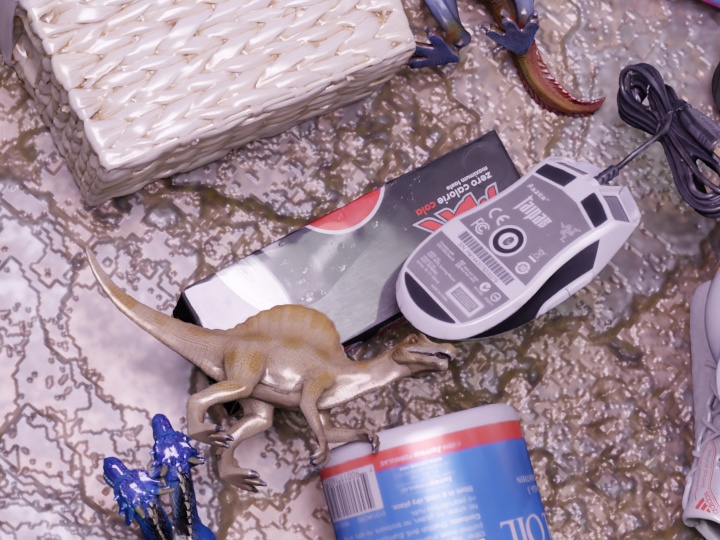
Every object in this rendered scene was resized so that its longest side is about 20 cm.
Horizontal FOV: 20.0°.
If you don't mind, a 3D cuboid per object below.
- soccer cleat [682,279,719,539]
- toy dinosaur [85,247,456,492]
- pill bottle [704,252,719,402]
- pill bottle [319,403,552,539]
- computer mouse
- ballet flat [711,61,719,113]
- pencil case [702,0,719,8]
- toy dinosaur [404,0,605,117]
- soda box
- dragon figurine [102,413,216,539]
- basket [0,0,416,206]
[{"bbox_3d":[0.211,0.104,1.135,0.085,0.069,0.200,-12,86,-28],"label":"soccer cleat"},{"bbox_3d":[-0.055,0.055,1.047,0.200,0.058,0.101,11,55,6],"label":"toy dinosaur"},{"bbox_3d":[0.240,0.009,1.061,0.113,0.113,0.200,35,33,-2],"label":"pill bottle"},{"bbox_3d":[0.054,0.179,1.071,0.112,0.112,0.200,-13,83,-13],"label":"pill bottle"},{"bbox_3d":[0.106,-0.024,1.084,0.200,0.044,0.110,-34,54,-10],"label":"computer mouse"},{"bbox_3d":[0.277,-0.050,1.178,0.068,0.068,0.200,-40,88,-19],"label":"ballet flat"},{"bbox_3d":[0.259,-0.170,1.194,0.200,0.088,0.089,24,76,-5],"label":"pencil case"},{"bbox_3d":[0.051,-0.200,1.182,0.105,0.200,0.182,-17,54,23],"label":"toy dinosaur"},{"bbox_3d":[0.000,0.000,1.122,0.200,0.063,0.071,-28,85,-15],"label":"soda box"},{"bbox_3d":[-0.078,0.173,1.054,0.059,0.099,0.200,-26,84,-14],"label":"dragon figurine"},{"bbox_3d":[-0.084,-0.128,1.097,0.200,0.136,0.124,-22,88,-14],"label":"basket"}]
